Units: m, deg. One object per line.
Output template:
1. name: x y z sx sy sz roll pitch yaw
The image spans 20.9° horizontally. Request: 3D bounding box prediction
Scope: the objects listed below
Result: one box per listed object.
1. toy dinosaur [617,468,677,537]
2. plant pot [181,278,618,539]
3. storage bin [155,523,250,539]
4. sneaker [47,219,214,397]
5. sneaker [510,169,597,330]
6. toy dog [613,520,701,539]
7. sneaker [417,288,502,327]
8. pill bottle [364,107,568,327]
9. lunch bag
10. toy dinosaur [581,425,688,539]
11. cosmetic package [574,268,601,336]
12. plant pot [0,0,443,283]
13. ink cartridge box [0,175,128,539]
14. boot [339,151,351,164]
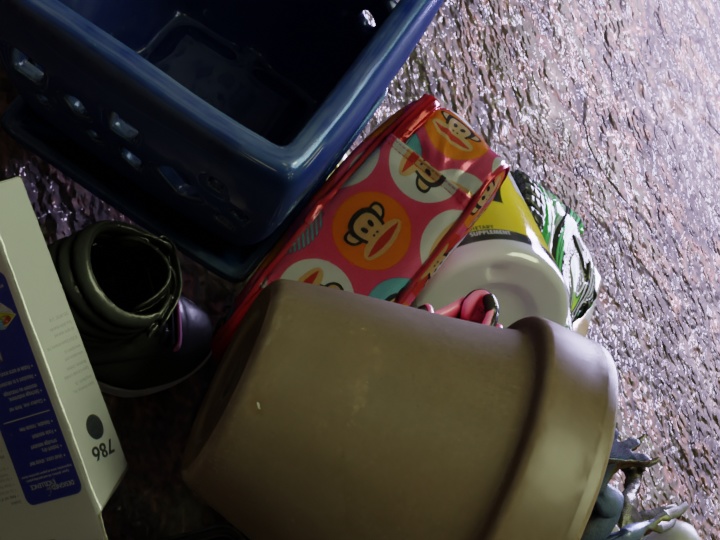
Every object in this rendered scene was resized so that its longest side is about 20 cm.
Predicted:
1. toy dinosaur: 0.185 0.197 1.533 0.200 0.076 0.103 24 68 -56
2. plant pot: 0.008 0.092 0.994 0.174 0.201 0.201 26 48 -9
3. storage bin: -0.085 0.249 1.028 0.094 0.134 0.202 30 52 -46
4. sneaker: -0.123 0.023 1.108 0.199 0.099 0.071 15 62 -54
5. sneaker: 0.137 0.020 1.384 0.085 0.078 0.201 23 48 -27
6. toy dog: 0.140 0.212 1.364 0.097 0.198 0.133 -80 167 -60
7. sneaker: 0.065 0.057 1.179 0.079 0.096 0.200 34 13 21
8. pill bottle: 0.062 -0.022 1.335 0.114 0.114 0.200 46 13 -35
9. lunch bag: 0.000 0.000 1.151 0.082 0.200 0.176 41 -7 6
10. toy dinosaur: 0.103 0.144 1.152 0.105 0.182 0.199 39 41 24
11. cosmetic package: 0.113 0.046 1.475 0.105 0.071 0.201 52 38 -28
12. plant pot: -0.082 -0.123 1.094 0.199 0.180 0.200 33 60 6
13. ink cartridge box: -0.184 0.061 1.001 0.039 0.099 0.201 -24 96 -58
14. boot: -0.064 -0.069 1.262 0.155 0.072 0.202 0 74 -57
